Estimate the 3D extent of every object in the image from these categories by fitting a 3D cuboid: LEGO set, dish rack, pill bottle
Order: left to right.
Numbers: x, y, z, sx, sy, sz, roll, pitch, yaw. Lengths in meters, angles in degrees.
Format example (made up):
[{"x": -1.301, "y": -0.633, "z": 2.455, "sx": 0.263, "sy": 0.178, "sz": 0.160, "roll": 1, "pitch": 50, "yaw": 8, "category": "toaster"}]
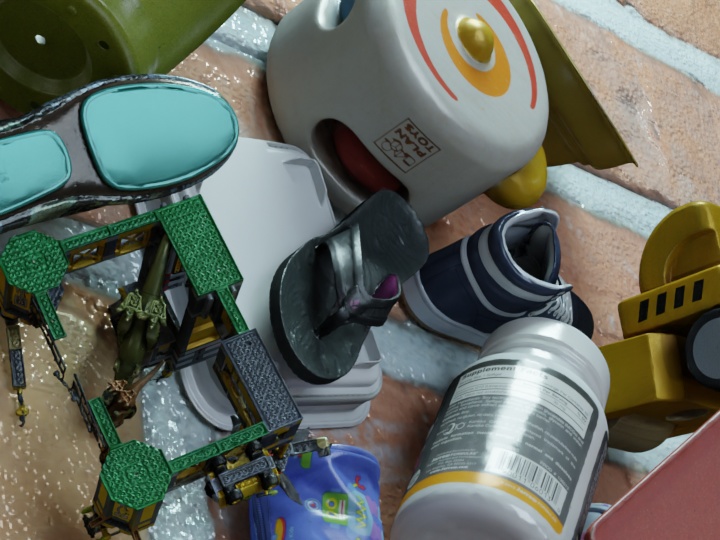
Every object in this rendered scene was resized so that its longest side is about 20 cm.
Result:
[{"x": -0.119, "y": 0.063, "z": 1.049, "sx": 0.153, "sy": 0.116, "sz": 0.201, "roll": -29, "pitch": 72, "yaw": -26, "category": "LEGO set"}, {"x": -0.059, "y": -0.001, "z": 1.196, "sx": 0.171, "sy": 0.043, "sz": 0.202, "roll": 3, "pitch": 62, "yaw": -49, "category": "dish rack"}, {"x": 0.098, "y": 0.127, "z": 1.233, "sx": 0.117, "sy": 0.116, "sz": 0.201, "roll": 47, "pitch": 37, "yaw": -15, "category": "pill bottle"}]

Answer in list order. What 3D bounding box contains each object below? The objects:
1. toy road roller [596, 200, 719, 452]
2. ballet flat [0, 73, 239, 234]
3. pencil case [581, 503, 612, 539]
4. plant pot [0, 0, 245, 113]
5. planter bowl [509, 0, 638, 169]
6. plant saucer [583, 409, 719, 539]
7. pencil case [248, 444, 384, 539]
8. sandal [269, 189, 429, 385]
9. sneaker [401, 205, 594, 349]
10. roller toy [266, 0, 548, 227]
[{"x": 0.232, "y": 0.040, "z": 1.372, "sx": 0.122, "sy": 0.199, "sz": 0.148, "roll": 17, "pitch": 59, "yaw": -50, "category": "toy road roller"}, {"x": -0.162, "y": -0.062, "z": 1.034, "sx": 0.198, "sy": 0.074, "sz": 0.075, "roll": -14, "pitch": 75, "yaw": -33, "category": "ballet flat"}, {"x": 0.208, "y": 0.236, "z": 1.316, "sx": 0.199, "sy": 0.091, "sz": 0.083, "roll": 34, "pitch": 15, "yaw": -33, "category": "pencil case"}, {"x": -0.150, "y": -0.194, "z": 1.116, "sx": 0.200, "sy": 0.200, "sz": 0.194, "roll": 43, "pitch": 50, "yaw": -21, "category": "plant pot"}, {"x": 0.127, "y": -0.142, "z": 1.459, "sx": 0.201, "sy": 0.083, "sz": 0.201, "roll": 55, "pitch": 8, "yaw": -11, "category": "planter bowl"}, {"x": 0.231, "y": 0.204, "z": 1.252, "sx": 0.199, "sy": 0.037, "sz": 0.202, "roll": -34, "pitch": 110, "yaw": -36, "category": "plant saucer"}, {"x": -0.025, "y": 0.195, "z": 1.067, "sx": 0.086, "sy": 0.078, "sz": 0.202, "roll": 25, "pitch": 47, "yaw": -35, "category": "pencil case"}, {"x": 0.000, "y": -0.001, "z": 1.188, "sx": 0.076, "sy": 0.048, "sz": 0.201, "roll": 51, "pitch": 35, "yaw": -11, "category": "sandal"}, {"x": 0.131, "y": 0.014, "z": 1.356, "sx": 0.199, "sy": 0.108, "sz": 0.071, "roll": 15, "pitch": 55, "yaw": -44, "category": "sneaker"}, {"x": 0.039, "y": -0.131, "z": 1.322, "sx": 0.181, "sy": 0.139, "sz": 0.202, "roll": 0, "pitch": 66, "yaw": -50, "category": "roller toy"}]
